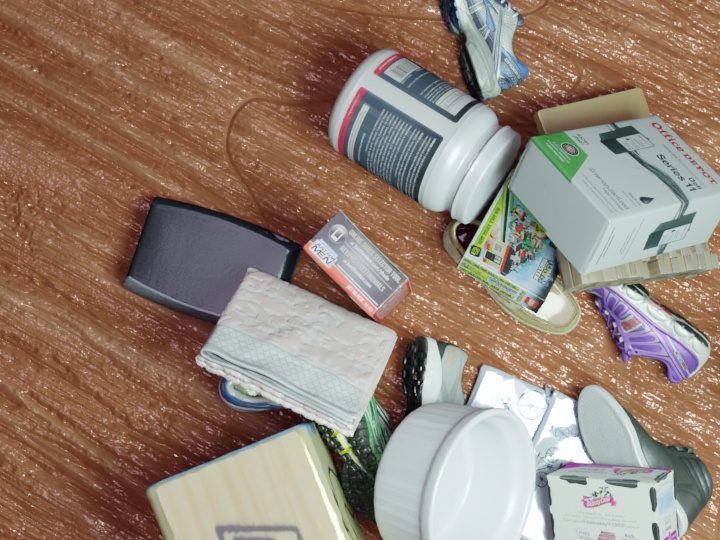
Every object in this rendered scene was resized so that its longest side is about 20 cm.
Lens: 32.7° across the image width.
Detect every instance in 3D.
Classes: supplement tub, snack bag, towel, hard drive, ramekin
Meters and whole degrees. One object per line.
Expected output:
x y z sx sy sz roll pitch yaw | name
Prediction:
0.074 -0.159 1.455 0.200 0.140 0.141 34 87 14 | supplement tub
0.200 0.229 1.485 0.199 0.021 0.189 25 87 5 | snack bag
-0.069 0.086 1.404 0.199 0.191 0.032 25 124 1 | towel
-0.185 -0.006 1.514 0.199 0.042 0.136 19 86 4 | hard drive
0.104 0.245 1.386 0.097 0.200 0.202 11 84 40 | ramekin

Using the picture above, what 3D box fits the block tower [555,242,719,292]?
0.316 -0.014 1.411 0.199 0.054 0.058 -4 79 -27 | block tower

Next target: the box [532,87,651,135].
0.306 -0.111 1.475 0.163 0.021 0.201 -15 84 -28 | box

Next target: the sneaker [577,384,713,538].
0.338 0.216 1.452 0.200 0.099 0.071 57 133 16 | sneaker

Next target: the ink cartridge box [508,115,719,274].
0.290 -0.089 1.362 0.199 0.083 0.147 -13 51 -33 | ink cartridge box

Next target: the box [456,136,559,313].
0.206 -0.057 1.461 0.110 0.035 0.200 29 60 4 | box

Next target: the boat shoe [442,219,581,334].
0.182 0.007 1.483 0.200 0.066 0.074 36 87 5 | boat shoe

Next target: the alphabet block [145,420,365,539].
-0.108 0.300 1.408 0.195 0.195 0.201 -22 85 2 | alphabet block

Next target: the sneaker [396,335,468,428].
0.088 0.182 1.471 0.079 0.074 0.201 8 93 -25 | sneaker

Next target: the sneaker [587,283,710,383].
0.321 0.061 1.471 0.200 0.081 0.084 40 105 11 | sneaker

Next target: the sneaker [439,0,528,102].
0.153 -0.314 1.520 0.085 0.077 0.201 -17 91 -9 | sneaker

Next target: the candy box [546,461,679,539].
0.294 0.326 1.403 0.136 0.061 0.201 -1 99 38 | candy box

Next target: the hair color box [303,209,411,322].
0.000 0.000 1.426 0.064 0.200 0.111 -45 84 -2 | hair color box

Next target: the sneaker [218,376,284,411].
-0.074 0.137 1.479 0.199 0.077 0.076 -10 83 -1 | sneaker

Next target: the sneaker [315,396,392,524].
0.019 0.211 1.441 0.078 0.085 0.201 -13 103 37 | sneaker
